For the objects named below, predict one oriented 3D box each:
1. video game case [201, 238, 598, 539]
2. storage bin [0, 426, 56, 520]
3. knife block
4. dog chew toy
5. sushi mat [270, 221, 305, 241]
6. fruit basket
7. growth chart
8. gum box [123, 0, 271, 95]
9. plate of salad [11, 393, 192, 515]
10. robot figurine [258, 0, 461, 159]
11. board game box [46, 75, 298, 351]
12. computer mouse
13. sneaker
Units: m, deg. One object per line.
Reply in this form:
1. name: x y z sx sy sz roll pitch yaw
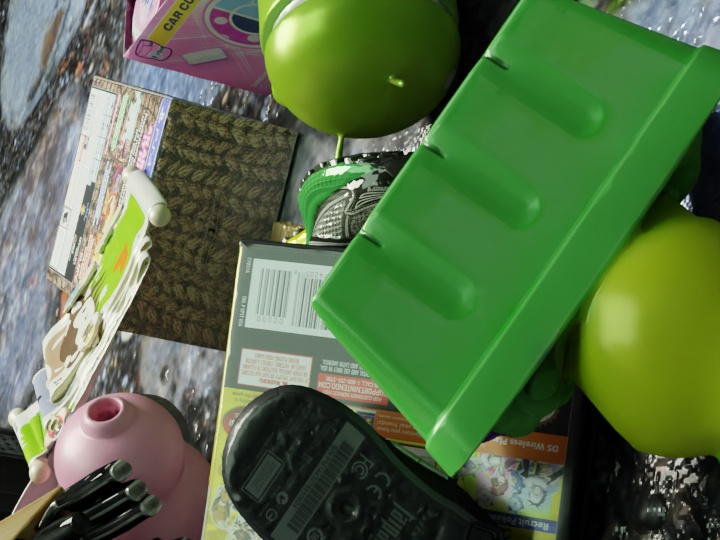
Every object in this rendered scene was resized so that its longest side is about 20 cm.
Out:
1. video game case: 0.017 0.083 0.888 0.198 0.025 0.183 6 86 29
2. storage bin: -0.306 0.235 1.498 0.094 0.134 0.202 27 103 64
3. knife block: -0.190 0.166 1.050 0.064 0.198 0.177 -47 -33 -47
4. dog chew toy: -0.134 0.157 1.128 0.125 0.123 0.201 -112 8 -50
5. sushi mat: -0.056 0.067 1.196 0.095 0.012 0.202 12 90 63
6. fruit basket: 0.104 0.009 0.759 0.156 0.213 0.218 74 -155 -84
7. growth chart: -0.174 0.029 1.177 0.202 0.018 0.145 -65 21 -2
8. gum box: -0.069 -0.201 1.229 0.200 0.112 0.067 -39 45 53
9. plate of salad: -0.183 0.172 1.227 0.048 0.199 0.202 23 102 28
10. robot figurine: -0.003 -0.164 1.070 0.176 0.115 0.202 -49 38 48
11. board game box: -0.141 -0.044 1.327 0.200 0.096 0.161 24 101 64
12. computer mouse: 0.010 0.152 0.845 0.141 0.199 0.046 -61 -17 4
13. sneaker: 0.000 0.000 1.052 0.200 0.077 0.086 119 144 -54
